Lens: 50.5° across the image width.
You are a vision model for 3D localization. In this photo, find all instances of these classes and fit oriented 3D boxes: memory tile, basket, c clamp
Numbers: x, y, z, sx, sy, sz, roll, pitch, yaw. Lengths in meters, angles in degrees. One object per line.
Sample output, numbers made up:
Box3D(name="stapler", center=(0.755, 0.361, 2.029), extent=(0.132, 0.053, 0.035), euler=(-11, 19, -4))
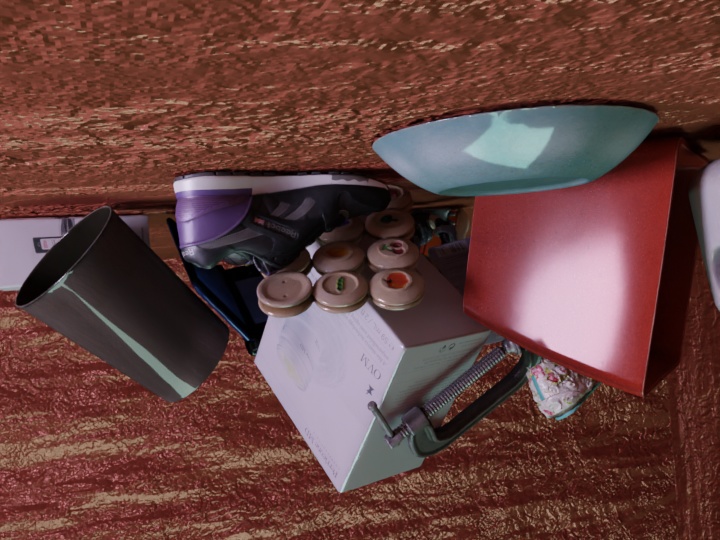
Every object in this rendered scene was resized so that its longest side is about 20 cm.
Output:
Box3D(name="memory tile", center=(-0.020, -0.027, 0.728), extent=(0.151, 0.017, 0.201), euler=(-3, -143, 1))
Box3D(name="basket", center=(-0.255, 0.046, 0.858), extent=(0.179, 0.137, 0.200), euler=(-14, 131, 48))
Box3D(name="c clamp", center=(0.106, 0.121, 0.751), extent=(0.199, 0.027, 0.172), euler=(-34, 144, -13))

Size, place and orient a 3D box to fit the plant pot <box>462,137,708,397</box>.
Box3D(name="plant pot", center=(0.204, -0.015, 0.705), extent=(0.175, 0.203, 0.199), euler=(9, -174, 30))

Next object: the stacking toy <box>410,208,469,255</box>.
Box3D(name="stacking toy", center=(0.067, -0.045, 1.227), extent=(0.198, 0.148, 0.146), euler=(12, -179, 3))

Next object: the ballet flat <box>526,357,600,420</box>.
Box3D(name="ballet flat", center=(0.239, 0.086, 0.804), extent=(0.199, 0.064, 0.076), euler=(-26, 166, -46))

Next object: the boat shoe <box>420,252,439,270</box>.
Box3D(name="boat shoe", center=(0.000, 0.000, 0.936), extent=(0.198, 0.074, 0.062), euler=(2, 175, 40))

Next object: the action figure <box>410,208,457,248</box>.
Box3D(name="action figure", center=(0.062, -0.033, 1.061), extent=(0.129, 0.070, 0.200), euler=(-21, -163, 33))

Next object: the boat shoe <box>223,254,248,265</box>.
Box3D(name="boat shoe", center=(-0.134, -0.040, 0.895), extent=(0.066, 0.075, 0.200), euler=(8, -178, 13))

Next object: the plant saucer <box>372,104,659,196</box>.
Box3D(name="plant saucer", center=(0.107, -0.078, 0.544), extent=(0.198, 0.039, 0.201), euler=(-3, 180, 0))

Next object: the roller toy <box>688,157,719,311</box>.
Box3D(name="roller toy", center=(0.360, -0.032, 0.589), extent=(0.181, 0.142, 0.199), euler=(-14, 175, 26))

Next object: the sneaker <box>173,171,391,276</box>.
Box3D(name="sneaker", center=(-0.066, -0.040, 0.687), extent=(0.198, 0.089, 0.076), euler=(-4, 180, -21))

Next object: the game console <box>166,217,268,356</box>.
Box3D(name="game console", center=(-0.139, 0.003, 0.968), extent=(0.169, 0.120, 0.200), euler=(-13, -148, -18))

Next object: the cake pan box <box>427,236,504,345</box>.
Box3D(name="cake pan box", center=(0.186, 0.007, 0.902), extent=(0.198, 0.053, 0.185), euler=(-15, -155, -3))

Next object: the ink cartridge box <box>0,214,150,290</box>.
Box3D(name="ink cartridge box", center=(-0.381, -0.021, 0.966), extent=(0.198, 0.085, 0.146), euler=(-5, 180, -30))

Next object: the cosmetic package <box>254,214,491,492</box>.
Box3D(name="cosmetic package", center=(0.001, 0.081, 0.806), extent=(0.122, 0.202, 0.200), euler=(-8, -139, -37))

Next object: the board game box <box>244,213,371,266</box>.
Box3D(name="board game box", center=(-0.040, -0.031, 0.907), extent=(0.198, 0.039, 0.158), euler=(-26, -179, 16))
